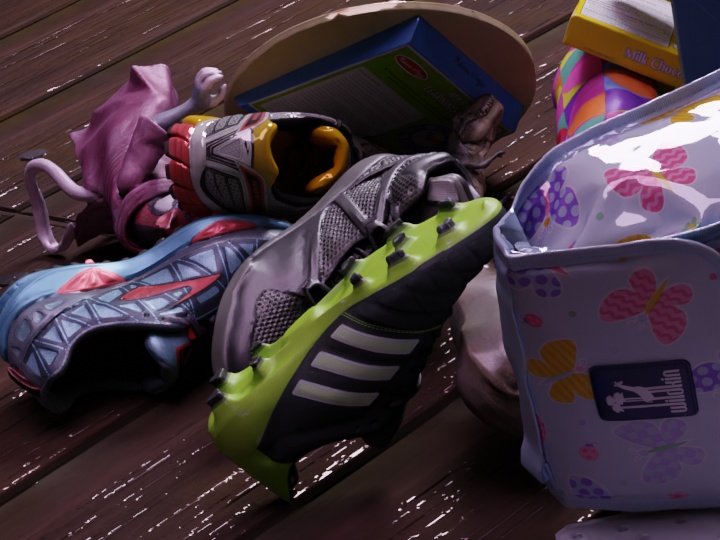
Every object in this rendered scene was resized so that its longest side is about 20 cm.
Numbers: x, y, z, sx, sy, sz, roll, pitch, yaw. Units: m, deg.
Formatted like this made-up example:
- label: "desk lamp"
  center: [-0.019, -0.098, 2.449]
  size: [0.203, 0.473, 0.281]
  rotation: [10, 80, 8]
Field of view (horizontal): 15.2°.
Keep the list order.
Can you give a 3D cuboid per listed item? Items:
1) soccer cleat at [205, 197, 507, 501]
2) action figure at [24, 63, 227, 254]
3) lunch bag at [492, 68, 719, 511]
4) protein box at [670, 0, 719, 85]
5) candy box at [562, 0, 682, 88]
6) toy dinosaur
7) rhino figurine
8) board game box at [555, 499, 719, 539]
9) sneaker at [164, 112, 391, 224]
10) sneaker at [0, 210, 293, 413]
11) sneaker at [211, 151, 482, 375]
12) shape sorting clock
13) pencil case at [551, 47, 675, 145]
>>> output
- label: "soccer cleat"
  center: [0.009, 0.039, 1.385]
  size: [0.200, 0.081, 0.068]
  rotation: [-39, 15, 18]
- label: "action figure"
  center: [-0.142, -0.058, 1.704]
  size: [0.149, 0.134, 0.200]
  rotation: [-18, 23, -4]
- label: "lunch bag"
  center: [0.162, 0.014, 1.257]
  size: [0.200, 0.170, 0.127]
  rotation: [-23, 38, -14]
- label: "protein box"
  center: [0.289, -0.108, 1.517]
  size: [0.200, 0.199, 0.135]
  rotation: [-6, 23, 15]
- label: "candy box"
  center: [0.228, -0.129, 1.694]
  size: [0.200, 0.026, 0.102]
  rotation: [22, 22, 4]
- label: "toy dinosaur"
  center: [0.067, -0.024, 1.627]
  size: [0.088, 0.048, 0.200]
  rotation: [13, 47, 18]
- label: "rhino figurine"
  center: [0.083, 0.036, 1.420]
  size: [0.087, 0.060, 0.200]
  rotation: [30, 16, -15]
- label: "board game box"
  center: [0.195, 0.151, 1.187]
  size: [0.200, 0.026, 0.200]
  rotation: [-12, 22, 2]
- label: "sneaker"
  center: [-0.029, -0.055, 1.645]
  size: [0.082, 0.078, 0.200]
  rotation: [-6, -6, 35]
- label: "sneaker"
  center: [-0.110, 0.035, 1.577]
  size: [0.200, 0.079, 0.096]
  rotation: [-18, 43, -10]
- label: "sneaker"
  center: [0.000, 0.000, 1.515]
  size: [0.199, 0.076, 0.114]
  rotation: [-45, 20, -32]
- label: "shape sorting clock"
  center: [0.013, -0.113, 1.711]
  size: [0.200, 0.200, 0.039]
  rotation: [-8, 62, 9]
- label: "pencil case"
  center: [0.160, -0.083, 1.682]
  size: [0.088, 0.089, 0.200]
  rotation: [-9, 21, 8]
